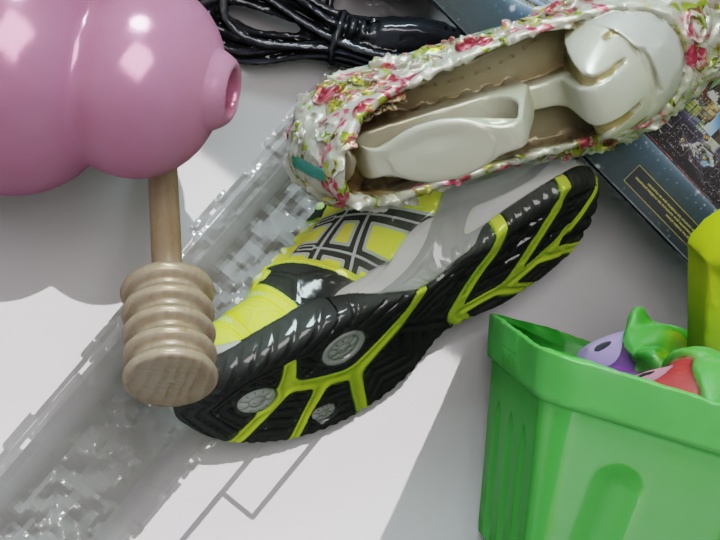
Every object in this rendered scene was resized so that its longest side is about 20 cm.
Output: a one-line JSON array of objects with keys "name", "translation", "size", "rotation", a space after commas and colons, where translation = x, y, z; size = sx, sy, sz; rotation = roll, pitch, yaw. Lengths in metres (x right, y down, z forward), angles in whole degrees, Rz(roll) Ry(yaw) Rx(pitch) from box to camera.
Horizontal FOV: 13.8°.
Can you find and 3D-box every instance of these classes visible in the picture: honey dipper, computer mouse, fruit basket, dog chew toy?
[{"name": "honey dipper", "translation": [-0.080, -0.037, 1.199], "size": [0.038, 0.038, 0.200], "rotation": [1, 54, -9]}, {"name": "computer mouse", "translation": [0.013, -0.175, 1.273], "size": [0.138, 0.053, 0.200], "rotation": [14, 73, -4]}, {"name": "fruit basket", "translation": [0.135, 0.035, 1.147], "size": [0.155, 0.216, 0.216], "rotation": [18, 72, -4]}, {"name": "dog chew toy", "translation": [-0.146, -0.085, 1.170], "size": [0.200, 0.125, 0.125], "rotation": [9, 72, 12]}]

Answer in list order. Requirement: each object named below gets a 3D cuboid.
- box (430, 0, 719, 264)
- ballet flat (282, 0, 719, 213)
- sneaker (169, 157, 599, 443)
[{"name": "box", "translation": [0.124, -0.110, 1.221], "size": [0.137, 0.038, 0.200], "rotation": [-44, 107, 4]}, {"name": "ballet flat", "translation": [0.068, -0.065, 1.171], "size": [0.200, 0.064, 0.076], "rotation": [-21, 113, -3]}, {"name": "sneaker", "translation": [0.000, 0.000, 1.222], "size": [0.200, 0.075, 0.076], "rotation": [-31, 60, -18]}]
